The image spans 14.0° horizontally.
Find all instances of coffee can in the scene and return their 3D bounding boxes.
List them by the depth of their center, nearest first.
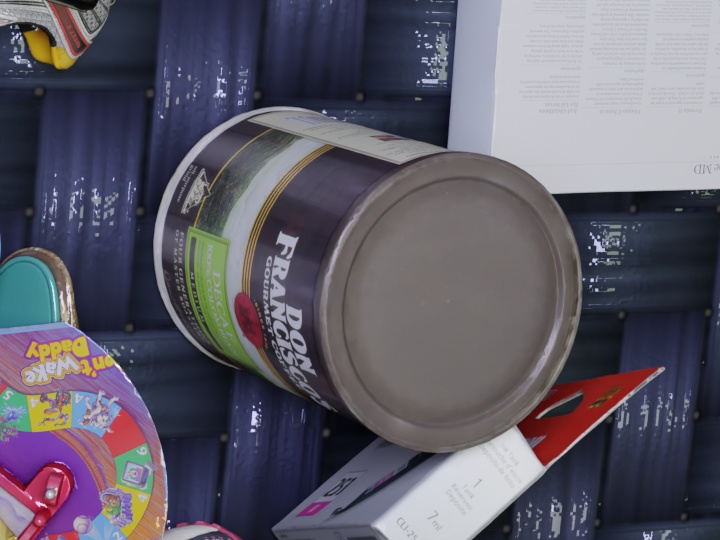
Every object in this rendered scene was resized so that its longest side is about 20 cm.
[{"bbox_3d":[0.000,0.000,1.493,0.146,0.200,0.147,-5,102,-27],"label":"coffee can"}]

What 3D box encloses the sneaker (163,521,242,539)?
[{"bbox_3d":[-0.124,0.221,1.550,0.200,0.075,0.081,-49,120,-12],"label":"sneaker"}]

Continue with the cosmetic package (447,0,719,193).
[{"bbox_3d":[0.147,-0.121,1.639,0.199,0.052,0.152,-2,100,-30],"label":"cosmetic package"}]

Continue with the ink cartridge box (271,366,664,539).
[{"bbox_3d":[0.053,0.096,1.550,0.173,0.200,0.044,-41,96,-16],"label":"ink cartridge box"}]

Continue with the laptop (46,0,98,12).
[{"bbox_3d":[-0.187,-0.254,1.375,0.187,0.201,0.116,16,136,-16],"label":"laptop"}]

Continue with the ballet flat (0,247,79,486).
[{"bbox_3d":[-0.174,0.086,1.507,0.065,0.070,0.201,3,104,-58],"label":"ballet flat"}]

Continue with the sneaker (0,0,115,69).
[{"bbox_3d":[-0.204,-0.152,1.417,0.199,0.078,0.082,18,93,-31],"label":"sneaker"}]

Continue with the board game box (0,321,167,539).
[{"bbox_3d":[-0.196,0.112,1.450,0.199,0.039,0.159,-6,96,0],"label":"board game box"}]
